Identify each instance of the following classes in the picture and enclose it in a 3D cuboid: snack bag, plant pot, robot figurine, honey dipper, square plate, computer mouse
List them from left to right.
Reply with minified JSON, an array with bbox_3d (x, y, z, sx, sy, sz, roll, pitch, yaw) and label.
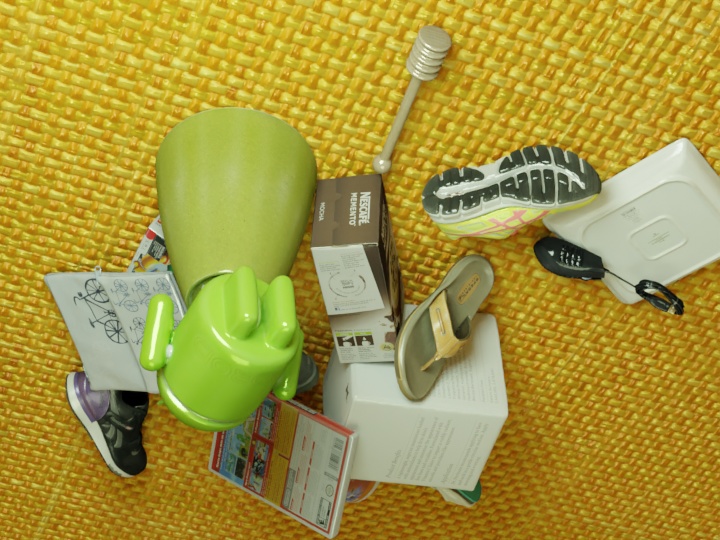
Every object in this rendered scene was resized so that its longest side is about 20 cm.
[{"bbox_3d":[-0.284,0.077,1.670,0.197,0.021,0.190,1,126,26],"label":"snack bag"},{"bbox_3d":[-0.135,0.085,1.388,0.173,0.117,0.201,13,135,-26],"label":"robot figurine"},{"bbox_3d":[-0.139,-0.039,1.490,0.184,0.202,0.189,-1,137,-1],"label":"plant pot"},{"bbox_3d":[0.047,-0.176,1.473,0.037,0.038,0.201,11,137,-13],"label":"honey dipper"},{"bbox_3d":[0.295,0.014,1.636,0.198,0.034,0.059,24,159,0],"label":"computer mouse"},{"bbox_3d":[0.349,-0.046,1.622,0.199,0.029,0.198,-30,130,27],"label":"square plate"}]

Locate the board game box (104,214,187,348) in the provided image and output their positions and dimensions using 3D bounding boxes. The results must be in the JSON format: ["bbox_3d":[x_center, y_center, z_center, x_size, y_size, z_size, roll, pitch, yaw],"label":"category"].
[{"bbox_3d":[-0.228,0.037,1.650,0.125,0.035,0.201,34,133,0],"label":"board game box"}]

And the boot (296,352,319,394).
[{"bbox_3d":[-0.154,0.095,1.725,0.180,0.073,0.201,-24,140,5],"label":"boot"}]

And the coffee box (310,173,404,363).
[{"bbox_3d":[0.000,0.000,1.595,0.079,0.114,0.201,-4,137,9],"label":"coffee box"}]

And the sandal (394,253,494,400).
[{"bbox_3d":[0.106,0.063,1.618,0.054,0.201,0.081,8,144,51],"label":"sandal"}]

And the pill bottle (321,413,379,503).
[{"bbox_3d":[-0.069,0.244,1.815,0.112,0.113,0.199,-36,145,31],"label":"pill bottle"}]

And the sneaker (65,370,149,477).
[{"bbox_3d":[-0.314,0.204,1.835,0.086,0.076,0.201,-17,135,7],"label":"sneaker"}]

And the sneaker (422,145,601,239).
[{"bbox_3d":[0.173,-0.080,1.547,0.197,0.079,0.091,-6,146,12],"label":"sneaker"}]

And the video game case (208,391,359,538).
[{"bbox_3d":[-0.098,0.224,1.687,0.198,0.017,0.145,24,114,27],"label":"video game case"}]

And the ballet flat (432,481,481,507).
[{"bbox_3d":[0.102,0.275,1.933,0.069,0.070,0.200,-22,134,20],"label":"ballet flat"}]

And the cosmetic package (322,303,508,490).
[{"bbox_3d":[0.064,0.157,1.727,0.197,0.166,0.166,8,135,-11],"label":"cosmetic package"}]
